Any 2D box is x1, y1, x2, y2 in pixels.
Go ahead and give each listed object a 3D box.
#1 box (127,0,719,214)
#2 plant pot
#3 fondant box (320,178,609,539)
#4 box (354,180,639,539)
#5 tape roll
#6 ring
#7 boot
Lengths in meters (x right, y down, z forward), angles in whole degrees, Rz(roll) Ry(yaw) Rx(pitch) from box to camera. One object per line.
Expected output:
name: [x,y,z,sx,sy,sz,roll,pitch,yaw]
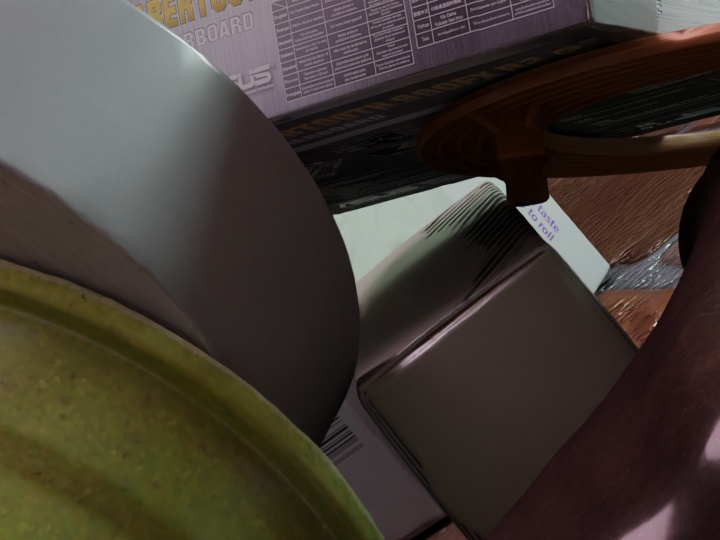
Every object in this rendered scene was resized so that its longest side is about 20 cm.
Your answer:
box: [0.019,-0.060,0.713,0.200,0.048,0.158,-14,-10,36]
plant pot: [-0.112,0.129,0.604,0.200,0.200,0.184,-34,20,47]
fondant box: [0.000,0.000,0.931,0.058,0.144,0.200,-37,7,32]
box: [0.044,0.030,0.763,0.068,0.082,0.200,-39,8,3]
tape roll: [-0.104,0.009,0.669,0.200,0.200,0.066,-34,20,46]
ring: [0.115,-0.043,0.691,0.200,0.019,0.200,-7,-7,-1]
boot: [0.064,0.040,0.588,0.166,0.072,0.200,-37,10,-2]
